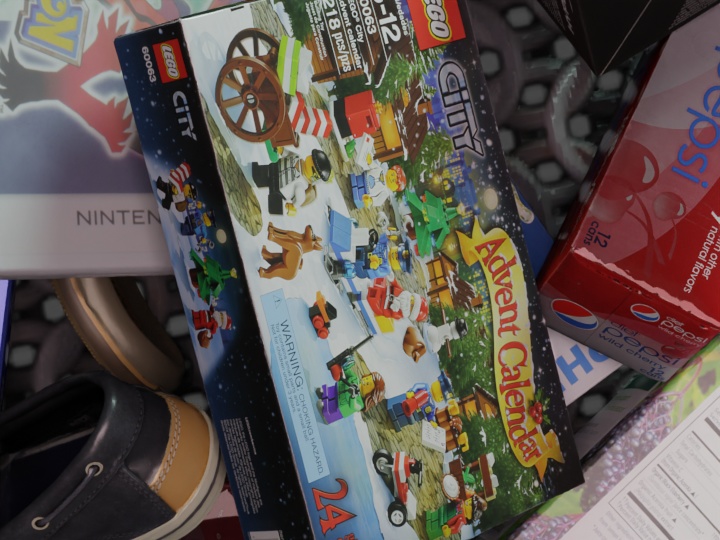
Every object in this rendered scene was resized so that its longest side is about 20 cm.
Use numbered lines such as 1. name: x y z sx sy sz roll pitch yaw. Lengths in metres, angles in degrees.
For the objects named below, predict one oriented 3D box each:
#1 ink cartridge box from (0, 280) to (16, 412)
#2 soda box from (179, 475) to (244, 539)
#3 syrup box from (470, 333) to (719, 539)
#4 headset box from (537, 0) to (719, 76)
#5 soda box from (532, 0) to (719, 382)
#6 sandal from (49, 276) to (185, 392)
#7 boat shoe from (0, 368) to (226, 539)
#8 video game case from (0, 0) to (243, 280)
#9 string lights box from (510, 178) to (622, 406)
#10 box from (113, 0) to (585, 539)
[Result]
1. ink cartridge box: -0.232 0.022 1.005 0.199 0.044 0.095 6 91 -6
2. soda box: -0.058 0.177 1.004 0.070 0.063 0.201 1 90 -4
3. syrup box: 0.129 0.078 1.024 0.200 0.079 0.081 -44 93 -4
4. headset box: 0.092 -0.193 0.989 0.148 0.075 0.200 -32 58 -6
5. soda box: 0.133 -0.062 0.997 0.063 0.070 0.201 27 67 -2
6. sandal: -0.110 -0.044 1.000 0.054 0.080 0.201 -28 98 7
7. boat shoe: -0.141 0.086 0.942 0.199 0.075 0.062 -23 137 27
8. video game case: -0.069 -0.098 0.933 0.182 0.023 0.201 -2 87 -36
9. string lights box: 0.003 -0.019 1.021 0.103 0.059 0.200 -36 93 -8
10. box: 0.000 0.000 0.928 0.136 0.038 0.201 -20 98 -43
